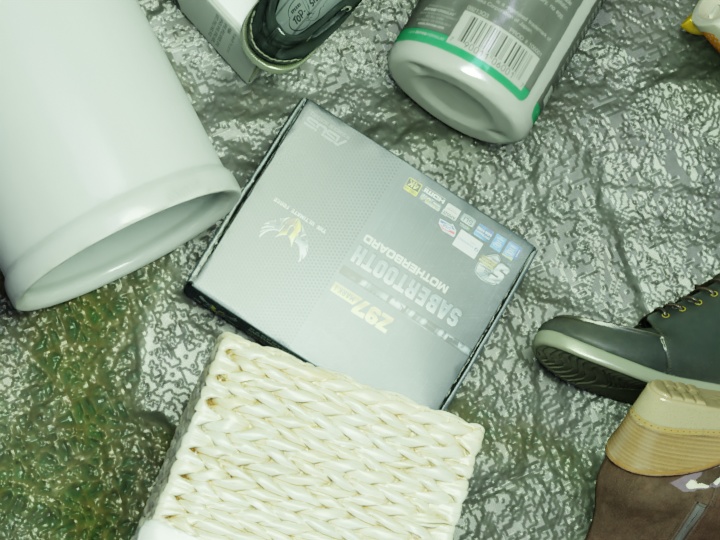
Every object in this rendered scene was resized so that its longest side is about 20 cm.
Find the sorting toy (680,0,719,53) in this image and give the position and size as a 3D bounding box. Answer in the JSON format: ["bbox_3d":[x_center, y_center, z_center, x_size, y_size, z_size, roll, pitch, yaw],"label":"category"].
[{"bbox_3d":[0.341,-0.158,1.804,0.200,0.107,0.180,-44,102,-25],"label":"sorting toy"}]

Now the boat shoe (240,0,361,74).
[{"bbox_3d":[-0.009,-0.223,1.685,0.074,0.066,0.200,41,76,-1],"label":"boat shoe"}]

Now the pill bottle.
[{"bbox_3d":[0.113,-0.200,1.754,0.113,0.113,0.201,32,76,-2],"label":"pill bottle"}]

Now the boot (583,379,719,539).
[{"bbox_3d":[0.253,0.167,1.726,0.198,0.072,0.167,14,113,-9],"label":"boot"}]

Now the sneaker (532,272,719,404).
[{"bbox_3d":[0.218,0.039,1.762,0.198,0.075,0.107,15,74,-16],"label":"sneaker"}]

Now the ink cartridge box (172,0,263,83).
[{"bbox_3d":[-0.087,-0.255,1.754,0.144,0.084,0.200,-42,88,-14],"label":"ink cartridge box"}]

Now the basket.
[{"bbox_3d":[-0.044,0.159,1.632,0.199,0.198,0.162,19,73,-5],"label":"basket"}]

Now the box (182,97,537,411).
[{"bbox_3d":[0.000,0.000,1.739,0.199,0.051,0.158,33,78,-2],"label":"box"}]

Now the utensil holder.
[{"bbox_3d":[-0.197,-0.101,1.670,0.169,0.170,0.201,-25,82,-12],"label":"utensil holder"}]
